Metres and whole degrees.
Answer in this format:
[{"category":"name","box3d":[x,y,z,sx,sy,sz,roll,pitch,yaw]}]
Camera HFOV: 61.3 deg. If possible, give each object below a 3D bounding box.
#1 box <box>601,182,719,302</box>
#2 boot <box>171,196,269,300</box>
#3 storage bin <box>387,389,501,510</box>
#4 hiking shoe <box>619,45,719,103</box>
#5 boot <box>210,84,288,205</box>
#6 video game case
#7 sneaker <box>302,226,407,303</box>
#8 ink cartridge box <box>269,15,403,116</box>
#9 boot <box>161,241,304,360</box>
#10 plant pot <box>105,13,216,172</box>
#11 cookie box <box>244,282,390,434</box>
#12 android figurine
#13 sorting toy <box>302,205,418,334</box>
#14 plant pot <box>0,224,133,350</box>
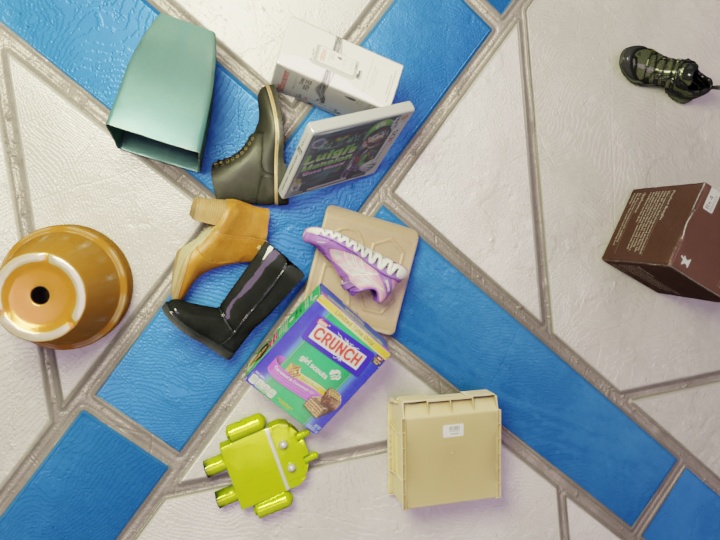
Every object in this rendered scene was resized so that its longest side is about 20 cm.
[{"category":"box","box3d":[0.615,-0.053,1.172,0.163,0.200,0.168,27,88,-14]},{"category":"boot","box3d":[-0.237,-0.024,1.044,0.142,0.071,0.204,11,109,-32]},{"category":"storage bin","box3d":[0.156,0.329,1.145,0.196,0.094,0.202,-2,94,-13]},{"category":"hiking shoe","box3d":[0.609,-0.397,1.196,0.197,0.101,0.077,17,90,-14]},{"category":"boot","box3d":[-0.197,-0.210,1.037,0.136,0.077,0.204,-5,94,-8]},{"category":"video game case","box3d":[-0.025,-0.195,0.997,0.198,0.182,0.024,-21,73,-31]},{"category":"sneaker","box3d":[-0.017,-0.007,1.059,0.198,0.080,0.089,28,91,-13]},{"category":"ink cartridge box","box3d":[-0.046,-0.326,1.024,0.197,0.146,0.084,20,87,-13]},{"category":"boot","box3d":[-0.211,0.034,1.027,0.200,0.066,0.165,-47,132,1]},{"category":"plant pot","box3d":[-0.300,-0.287,0.975,0.139,0.141,0.203,16,83,-14]},{"category":"cookie box","box3d":[-0.075,0.155,1.064,0.171,0.075,0.200,41,96,-16]},{"category":"android figurine","box3d":[-0.175,0.348,1.096,0.197,0.041,0.185,-18,98,-10]},{"category":"sorting toy","box3d":[0.000,0.000,1.118,0.182,0.036,0.203,15,86,-14]},{"category":"plant pot","box3d":[-0.464,0.031,0.931,0.197,0.183,0.204,-1,94,-13]}]
